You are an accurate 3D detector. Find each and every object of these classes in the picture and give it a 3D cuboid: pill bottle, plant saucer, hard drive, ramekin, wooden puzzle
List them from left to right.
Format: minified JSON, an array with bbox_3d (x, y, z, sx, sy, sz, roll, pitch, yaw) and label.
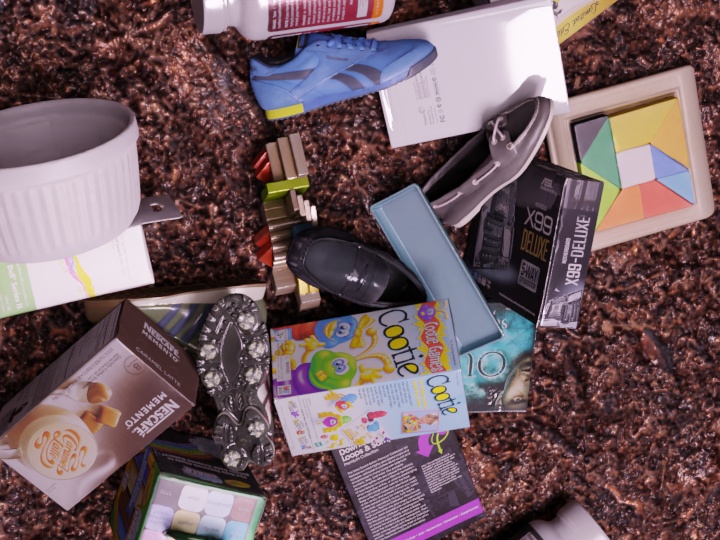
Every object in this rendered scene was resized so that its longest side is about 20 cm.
[{"bbox_3d":[-0.310,-0.087,1.363,0.199,0.200,0.106,-13,116,-13],"label":"ramekin"},{"bbox_3d":[-0.072,-0.297,1.419,0.199,0.113,0.114,-10,106,-14],"label":"pill bottle"},{"bbox_3d":[0.088,-0.001,1.553,0.070,0.019,0.201,-25,98,35],"label":"plant saucer"},{"bbox_3d":[0.117,-0.216,1.501,0.199,0.027,0.133,-11,114,7],"label":"hard drive"},{"bbox_3d":[0.208,0.374,1.667,0.200,0.116,0.117,-38,111,-5],"label":"pill bottle"},{"bbox_3d":[0.317,-0.126,1.616,0.199,0.037,0.186,-17,107,-12],"label":"wooden puzzle"}]

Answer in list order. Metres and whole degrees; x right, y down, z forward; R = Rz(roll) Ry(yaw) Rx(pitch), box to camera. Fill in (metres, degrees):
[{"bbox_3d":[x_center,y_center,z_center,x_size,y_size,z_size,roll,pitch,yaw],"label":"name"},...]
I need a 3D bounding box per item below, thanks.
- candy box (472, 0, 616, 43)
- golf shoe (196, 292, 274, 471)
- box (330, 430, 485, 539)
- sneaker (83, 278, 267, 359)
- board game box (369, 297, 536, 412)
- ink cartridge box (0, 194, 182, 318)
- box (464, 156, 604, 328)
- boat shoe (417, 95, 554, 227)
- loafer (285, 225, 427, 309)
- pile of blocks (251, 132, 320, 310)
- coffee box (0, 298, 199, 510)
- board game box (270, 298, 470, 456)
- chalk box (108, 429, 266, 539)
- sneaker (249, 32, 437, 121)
[{"bbox_3d":[0.175,-0.342,1.507,0.136,0.061,0.200,-37,111,-4],"label":"candy box"},{"bbox_3d":[-0.130,0.111,1.480,0.077,0.088,0.201,-1,111,1],"label":"golf shoe"},{"bbox_3d":[0.052,0.234,1.613,0.142,0.036,0.201,-24,119,-6],"label":"box"},{"bbox_3d":[-0.195,0.063,1.496,0.199,0.067,0.091,-6,100,-18],"label":"sneaker"},{"bbox_3d":[0.105,0.099,1.614,0.199,0.028,0.136,1,103,-16],"label":"board game box"},{"bbox_3d":[-0.281,-0.018,1.425,0.199,0.117,0.068,-13,108,-12],"label":"ink cartridge box"},{"bbox_3d":[0.183,-0.040,1.511,0.049,0.200,0.159,5,103,-21],"label":"box"},{"bbox_3d":[0.133,-0.119,1.505,0.057,0.067,0.200,20,134,-24],"label":"boat shoe"},{"bbox_3d":[0.000,0.000,1.482,0.200,0.070,0.068,19,94,-51],"label":"loafer"},{"bbox_3d":[-0.084,-0.046,1.495,0.062,0.082,0.201,-12,107,-13],"label":"pile of blocks"},{"bbox_3d":[-0.276,0.142,1.453,0.200,0.080,0.114,-39,113,19],"label":"coffee box"},{"bbox_3d":[0.010,0.116,1.508,0.199,0.103,0.105,-9,137,3],"label":"board game box"},{"bbox_3d":[-0.184,0.265,1.480,0.124,0.200,0.125,16,99,-19],"label":"chalk box"},{"bbox_3d":[-0.021,-0.220,1.455,0.199,0.066,0.079,-15,108,9],"label":"sneaker"}]
